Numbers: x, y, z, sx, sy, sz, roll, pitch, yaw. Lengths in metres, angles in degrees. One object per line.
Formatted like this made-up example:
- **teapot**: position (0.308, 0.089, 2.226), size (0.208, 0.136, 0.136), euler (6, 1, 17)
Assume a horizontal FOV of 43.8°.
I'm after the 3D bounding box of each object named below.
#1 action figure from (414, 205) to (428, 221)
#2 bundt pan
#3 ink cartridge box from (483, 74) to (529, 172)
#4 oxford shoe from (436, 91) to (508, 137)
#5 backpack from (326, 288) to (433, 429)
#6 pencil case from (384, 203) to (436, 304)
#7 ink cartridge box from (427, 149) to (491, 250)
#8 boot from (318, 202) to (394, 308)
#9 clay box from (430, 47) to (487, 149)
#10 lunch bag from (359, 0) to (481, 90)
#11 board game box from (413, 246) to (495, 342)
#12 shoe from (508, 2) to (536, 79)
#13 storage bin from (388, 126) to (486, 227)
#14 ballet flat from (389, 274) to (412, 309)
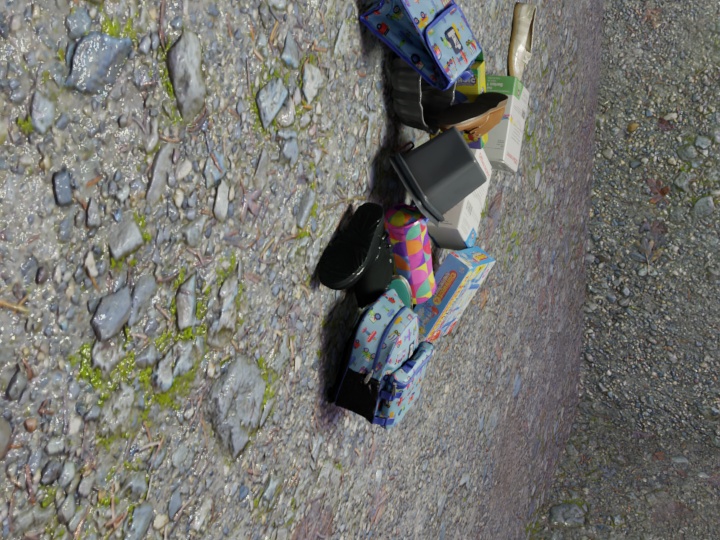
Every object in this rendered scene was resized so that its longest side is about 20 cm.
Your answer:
- **action figure**: position (0.141, -0.139, 1.820), size (0.066, 0.051, 0.201), euler (46, 45, -18)
- **bundt pan**: position (0.112, -0.354, 1.650), size (0.201, 0.074, 0.206), euler (9, 90, -66)
- **ink cartridge box**: position (0.342, -0.353, 2.172), size (0.144, 0.083, 0.204), euler (12, 87, -67)
- **oxford shoe**: position (0.215, -0.282, 1.701), size (0.198, 0.071, 0.072), euler (-25, 130, -42)
- **backpack**: position (0.047, 0.144, 1.564), size (0.182, 0.133, 0.203), euler (-35, 145, -58)
- **pencil case**: position (0.098, -0.032, 1.726), size (0.089, 0.087, 0.202), euler (-59, 148, -40)
- **ink cartridge box**: position (0.214, -0.161, 1.946), size (0.146, 0.083, 0.204), euler (46, 56, -63)
- **boot**: position (-0.001, 0.000, 1.536), size (0.164, 0.072, 0.200), euler (81, 30, -47)
- **clay box**: position (0.192, -0.347, 1.790), size (0.048, 0.113, 0.203), euler (-53, 144, -45)
- **lunch bag**: position (0.116, -0.396, 1.502), size (0.201, 0.094, 0.151), euler (49, 42, -10)
- **board game box**: position (0.188, 0.052, 1.900), size (0.202, 0.056, 0.195), euler (-60, 163, 18)
- **shoe**: position (0.416, -0.581, 2.298), size (0.070, 0.052, 0.204), euler (-22, 118, -63)
- **storage bin**: position (0.148, -0.187, 1.659), size (0.147, 0.133, 0.200), euler (60, 9, 14)
- **ballet flat**: position (0.068, 0.090, 1.745), size (0.074, 0.073, 0.204), euler (-43, 139, -54)
